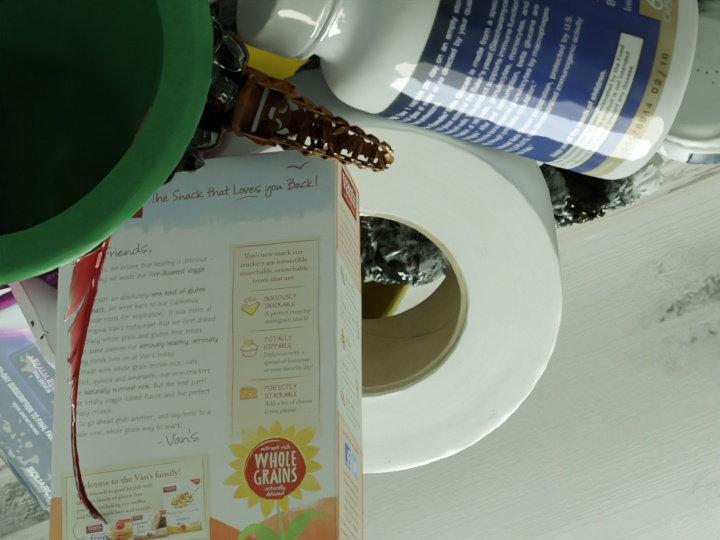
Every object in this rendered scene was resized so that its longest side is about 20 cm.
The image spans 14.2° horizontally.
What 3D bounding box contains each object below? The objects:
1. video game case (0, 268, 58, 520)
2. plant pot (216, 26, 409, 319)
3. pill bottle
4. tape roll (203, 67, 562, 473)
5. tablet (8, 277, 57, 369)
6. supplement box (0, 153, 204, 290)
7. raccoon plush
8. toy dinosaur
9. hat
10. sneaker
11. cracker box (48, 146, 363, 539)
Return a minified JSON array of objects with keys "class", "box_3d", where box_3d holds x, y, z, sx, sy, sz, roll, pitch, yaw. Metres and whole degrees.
[{"class":"video game case","box_3d":[-0.113,0.046,1.529,0.199,0.143,0.019,-25,-147,13]},{"class":"plant pot","box_3d":[-0.081,-0.044,1.626,0.199,0.201,0.142,-15,-165,-39]},{"class":"pill bottle","box_3d":[0.048,-0.119,1.354,0.199,0.112,0.111,15,161,-19]},{"class":"tape roll","box_3d":[0.000,0.000,1.446,0.202,0.203,0.071,-22,-152,12]},{"class":"tablet","box_3d":[-0.090,0.069,1.460,0.014,0.200,0.130,-53,-155,7]},{"class":"supplement box","box_3d":[-0.165,-0.062,1.470,0.103,0.102,0.200,-15,171,-25]},{"class":"raccoon plush","box_3d":[0.052,-0.082,1.561,0.199,0.135,0.097,-22,-159,-12]},{"class":"toy dinosaur","box_3d":[-0.085,-0.090,1.297,0.199,0.103,0.136,-2,-175,9]},{"class":"hat","box_3d":[-0.126,-0.039,1.230,0.200,0.166,0.176,-48,155,-4]},{"class":"sneaker","box_3d":[0.188,-0.155,1.415,0.199,0.079,0.130,-56,164,-38]},{"class":"cracker box","box_3d":[-0.069,0.049,1.315,0.133,0.201,0.058,-5,157,12]}]
